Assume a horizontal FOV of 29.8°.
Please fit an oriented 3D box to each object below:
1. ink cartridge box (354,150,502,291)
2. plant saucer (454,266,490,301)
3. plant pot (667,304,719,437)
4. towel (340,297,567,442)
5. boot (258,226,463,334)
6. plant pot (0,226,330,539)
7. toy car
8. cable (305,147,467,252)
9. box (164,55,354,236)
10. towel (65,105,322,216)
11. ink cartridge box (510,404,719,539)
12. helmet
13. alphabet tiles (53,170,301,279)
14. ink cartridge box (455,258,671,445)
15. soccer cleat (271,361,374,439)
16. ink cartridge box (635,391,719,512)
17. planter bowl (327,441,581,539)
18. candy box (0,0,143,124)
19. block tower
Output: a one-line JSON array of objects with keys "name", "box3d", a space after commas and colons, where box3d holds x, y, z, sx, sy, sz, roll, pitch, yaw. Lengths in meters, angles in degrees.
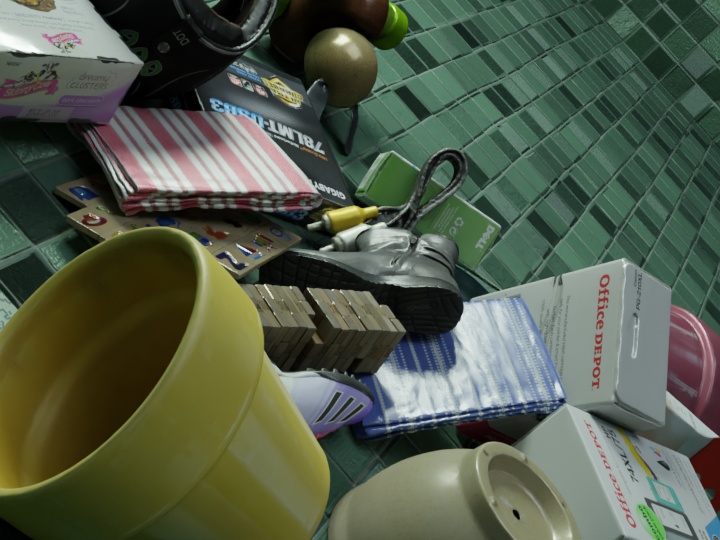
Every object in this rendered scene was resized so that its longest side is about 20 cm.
[{"name": "ink cartridge box", "box3d": [0.093, -0.052, 1.488, 0.199, 0.060, 0.104, 34, 0, -7]}, {"name": "plant saucer", "box3d": [0.118, 0.071, 1.468, 0.200, 0.027, 0.201, 37, 26, -22]}, {"name": "plant pot", "box3d": [0.271, 0.106, 1.441, 0.179, 0.200, 0.201, 35, 27, -35]}, {"name": "towel", "box3d": [0.078, 0.089, 1.254, 0.198, 0.024, 0.146, -7, 44, -12]}, {"name": "boot", "box3d": [0.000, 0.000, 1.293, 0.198, 0.070, 0.132, 13, 27, -10]}, {"name": "plant pot", "box3d": [-0.123, 0.107, 0.867, 0.189, 0.200, 0.202, 49, 20, -36]}, {"name": "toy car", "box3d": [-0.039, -0.241, 1.589, 0.164, 0.157, 0.202, 28, 56, -50]}, {"name": "cable", "box3d": [0.044, -0.051, 1.390, 0.098, 0.199, 0.050, 58, -16, 0]}, {"name": "box", "box3d": [-0.111, -0.144, 1.396, 0.199, 0.050, 0.200, 19, 37, -44]}, {"name": "towel", "box3d": [-0.148, -0.097, 1.204, 0.198, 0.030, 0.147, -1, 36, -37]}, {"name": "ink cartridge box", "box3d": [0.220, 0.243, 1.237, 0.199, 0.146, 0.148, 24, 33, -39]}, {"name": "helmet", "box3d": [-0.194, -0.257, 1.263, 0.199, 0.189, 0.202, 13, 74, -52]}, {"name": "alphabet tiles", "box3d": [-0.158, -0.042, 1.153, 0.166, 0.008, 0.200, 30, 23, 11]}, {"name": "ink cartridge box", "box3d": [0.196, 0.086, 1.313, 0.084, 0.199, 0.146, 26, 61, -35]}, {"name": "soccer cleat", "box3d": [-0.059, 0.116, 1.098, 0.199, 0.068, 0.074, 19, 60, -52]}, {"name": "ink cartridge box", "box3d": [0.288, 0.212, 1.373, 0.200, 0.162, 0.050, 40, 21, -16]}, {"name": "planter bowl", "box3d": [0.090, 0.223, 1.079, 0.200, 0.135, 0.201, 35, 28, -22]}, {"name": "candy box", "box3d": [-0.305, -0.213, 1.124, 0.200, 0.072, 0.167, 49, 27, 22]}, {"name": "block tower", "box3d": [-0.054, 0.051, 1.159, 0.199, 0.058, 0.054, 7, 36, -46]}]
